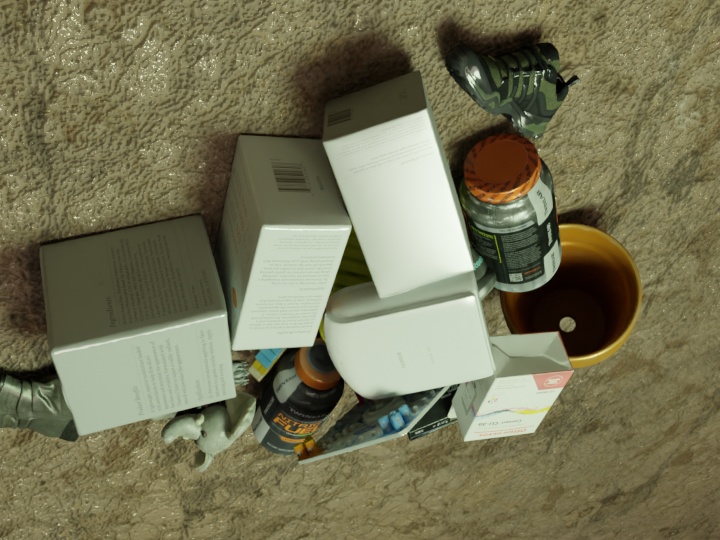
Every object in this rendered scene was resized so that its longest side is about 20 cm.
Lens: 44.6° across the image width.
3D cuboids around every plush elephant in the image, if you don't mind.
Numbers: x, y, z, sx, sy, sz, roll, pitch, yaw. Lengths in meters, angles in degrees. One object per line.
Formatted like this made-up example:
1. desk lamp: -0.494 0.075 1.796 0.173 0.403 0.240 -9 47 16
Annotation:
1. plush elephant: -0.227 0.188 1.212 0.197 0.157 0.166 12 130 -34

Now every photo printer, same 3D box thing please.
1. photo printer: 0.056 0.079 1.070 0.195 0.070 0.168 -12 134 9

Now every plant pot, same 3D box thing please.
1. plant pot: 0.312 0.059 1.316 0.197 0.203 0.184 -25 156 3

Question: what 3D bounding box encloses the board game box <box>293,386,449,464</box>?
1. board game box: 0.029 0.182 1.188 0.198 0.026 0.199 -25 -173 39

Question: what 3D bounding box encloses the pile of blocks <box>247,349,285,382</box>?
1. pile of blocks: -0.117 0.073 1.205 0.201 0.062 0.082 -52 175 28

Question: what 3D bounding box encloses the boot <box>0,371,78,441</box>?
1. boot: -0.417 0.156 1.164 0.128 0.068 0.201 14 127 -29

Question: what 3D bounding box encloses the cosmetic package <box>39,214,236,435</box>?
1. cosmetic package: -0.263 0.064 1.051 0.195 0.167 0.167 -11 139 -14

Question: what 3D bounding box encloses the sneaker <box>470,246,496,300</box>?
1. sneaker: 0.079 0.028 1.139 0.198 0.076 0.080 -32 105 26

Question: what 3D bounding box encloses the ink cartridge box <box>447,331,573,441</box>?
1. ink cartridge box: 0.199 0.171 1.208 0.114 0.069 0.202 -4 142 -15

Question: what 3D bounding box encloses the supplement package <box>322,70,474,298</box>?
1. supplement package: 0.044 -0.096 0.991 0.117 0.122 0.203 -16 119 9

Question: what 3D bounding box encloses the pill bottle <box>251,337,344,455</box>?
1. pill bottle: -0.088 0.181 1.291 0.104 0.108 0.201 1 144 -26

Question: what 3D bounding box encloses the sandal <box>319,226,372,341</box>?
1. sandal: 0.000 0.000 1.158 0.087 0.078 0.204 -29 141 -76

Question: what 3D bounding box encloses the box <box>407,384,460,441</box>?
1. box: 0.137 0.196 1.394 0.160 0.088 0.200 -21 166 -3

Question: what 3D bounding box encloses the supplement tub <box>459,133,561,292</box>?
1. supplement tub: 0.197 -0.074 1.151 0.120 0.124 0.201 -23 142 1

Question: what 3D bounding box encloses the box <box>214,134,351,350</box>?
1. box: -0.098 -0.030 1.034 0.104 0.154 0.202 -1 137 -21

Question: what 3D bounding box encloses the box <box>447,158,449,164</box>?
1. box: 0.092 -0.046 1.142 0.073 0.051 0.203 -3 129 14

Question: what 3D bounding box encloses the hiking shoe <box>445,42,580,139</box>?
1. hiking shoe: 0.176 -0.231 1.017 0.198 0.076 0.101 16 119 -49
